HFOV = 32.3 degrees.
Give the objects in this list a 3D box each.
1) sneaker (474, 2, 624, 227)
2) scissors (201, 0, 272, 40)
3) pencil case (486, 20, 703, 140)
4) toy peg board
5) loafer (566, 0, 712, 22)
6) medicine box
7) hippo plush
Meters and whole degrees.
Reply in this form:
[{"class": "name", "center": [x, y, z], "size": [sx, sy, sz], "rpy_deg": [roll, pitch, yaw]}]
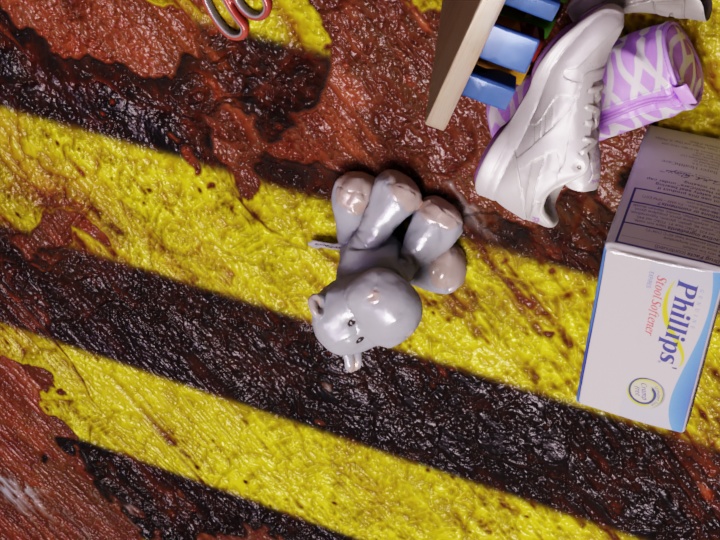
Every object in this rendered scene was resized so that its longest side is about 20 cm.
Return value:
[{"class": "sneaker", "center": [0.178, -0.127, 1.044], "size": [0.099, 0.075, 0.201], "rpy_deg": [37, 122, 15]}, {"class": "scissors", "center": [-0.156, -0.315, 1.205], "size": [0.073, 0.014, 0.201], "rpy_deg": [-17, 118, 37]}, {"class": "pencil case", "center": [0.203, -0.150, 1.102], "size": [0.199, 0.086, 0.084], "rpy_deg": [-21, 119, 36]}, {"class": "toy peg board", "center": [0.138, -0.235, 1.007], "size": [0.097, 0.200, 0.201], "rpy_deg": [17, 133, -7]}, {"class": "loafer", "center": [0.264, -0.233, 1.015], "size": [0.199, 0.070, 0.070], "rpy_deg": [-17, 99, 35]}, {"class": "medicine box", "center": [0.272, 0.004, 1.107], "size": [0.102, 0.200, 0.183], "rpy_deg": [15, 130, 16]}, {"class": "hippo plush", "center": [0.000, 0.000, 1.270], "size": [0.199, 0.161, 0.160], "rpy_deg": [-11, 120, 33]}]
